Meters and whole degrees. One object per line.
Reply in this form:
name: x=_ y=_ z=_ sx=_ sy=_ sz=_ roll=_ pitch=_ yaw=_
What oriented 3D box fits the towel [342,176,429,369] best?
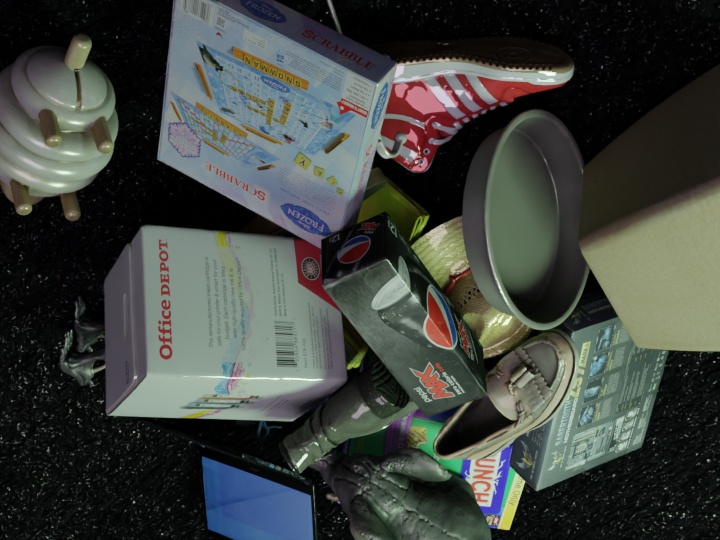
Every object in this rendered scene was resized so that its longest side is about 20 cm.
towel: x=0.000 y=0.000 z=1.292 sx=0.086 sy=0.018 sz=0.201 roll=41 pitch=125 yaw=24

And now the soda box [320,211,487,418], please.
soda box: x=0.042 y=0.044 z=1.162 sx=0.070 sy=0.064 sz=0.200 roll=-22 pitch=130 yaw=20

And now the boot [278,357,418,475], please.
boot: x=-0.006 y=0.135 z=1.251 sx=0.130 sy=0.200 sz=0.068 roll=-36 pitch=80 yaw=16

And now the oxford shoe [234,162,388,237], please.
oxford shoe: x=-0.066 y=-0.069 z=1.261 sx=0.199 sy=0.071 sz=0.072 roll=-31 pitch=85 yaw=26

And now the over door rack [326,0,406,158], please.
over door rack: x=-0.054 y=-0.185 z=1.143 sx=0.147 sy=0.067 sz=0.201 roll=-8 pitch=119 yaw=39

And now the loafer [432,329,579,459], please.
loafer: x=0.139 y=0.132 z=1.255 sx=0.062 sy=0.072 sz=0.200 roll=-12 pitch=151 yaw=-38

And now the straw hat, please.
straw hat: x=0.126 y=0.036 z=1.262 sx=0.199 sy=0.085 sz=0.203 roll=-12 pitch=133 yaw=-13

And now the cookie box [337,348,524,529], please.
cookie box: x=0.086 y=0.185 z=1.404 sx=0.198 sy=0.075 sz=0.173 roll=9 pitch=122 yaw=-4

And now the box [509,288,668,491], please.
box: x=0.239 y=0.113 z=1.312 sx=0.156 sy=0.051 sz=0.202 roll=-16 pitch=127 yaw=-32

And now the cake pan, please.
cake pan: x=0.155 y=-0.047 z=1.189 sx=0.036 sy=0.201 sz=0.201 roll=-1 pitch=129 yaw=37

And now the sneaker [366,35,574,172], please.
sneaker: x=0.096 y=-0.150 z=1.182 sx=0.198 sy=0.071 sz=0.114 roll=2 pitch=120 yaw=11

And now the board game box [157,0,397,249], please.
board game box: x=-0.079 y=-0.136 z=1.121 sx=0.199 sy=0.041 sz=0.201 roll=29 pitch=136 yaw=12

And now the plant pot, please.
plant pot: x=0.309 y=-0.041 z=1.182 sx=0.176 sy=0.201 sz=0.201 roll=-21 pitch=121 yaw=27

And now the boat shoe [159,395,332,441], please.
boat shoe: x=-0.129 y=0.148 z=1.394 sx=0.197 sy=0.069 sz=0.085 roll=-4 pitch=124 yaw=6

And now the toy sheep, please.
toy sheep: x=-0.282 y=-0.134 z=1.176 sx=0.137 sy=0.139 sz=0.200 roll=29 pitch=127 yaw=-16

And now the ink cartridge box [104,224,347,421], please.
ink cartridge box: x=-0.134 y=0.055 z=1.226 sx=0.198 sy=0.147 sz=0.145 roll=5 pitch=157 yaw=-26

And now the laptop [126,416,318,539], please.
laptop: x=-0.147 y=0.243 z=1.387 sx=0.176 sy=0.104 sz=0.200 roll=11 pitch=167 yaw=36

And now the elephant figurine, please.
elephant figurine: x=0.031 y=0.240 z=1.311 sx=0.155 sy=0.142 sz=0.200 roll=-34 pitch=119 yaw=29

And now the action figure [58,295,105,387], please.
action figure: x=-0.206 y=0.079 z=1.327 sx=0.198 sy=0.119 sz=0.103 roll=7 pitch=131 yaw=5
